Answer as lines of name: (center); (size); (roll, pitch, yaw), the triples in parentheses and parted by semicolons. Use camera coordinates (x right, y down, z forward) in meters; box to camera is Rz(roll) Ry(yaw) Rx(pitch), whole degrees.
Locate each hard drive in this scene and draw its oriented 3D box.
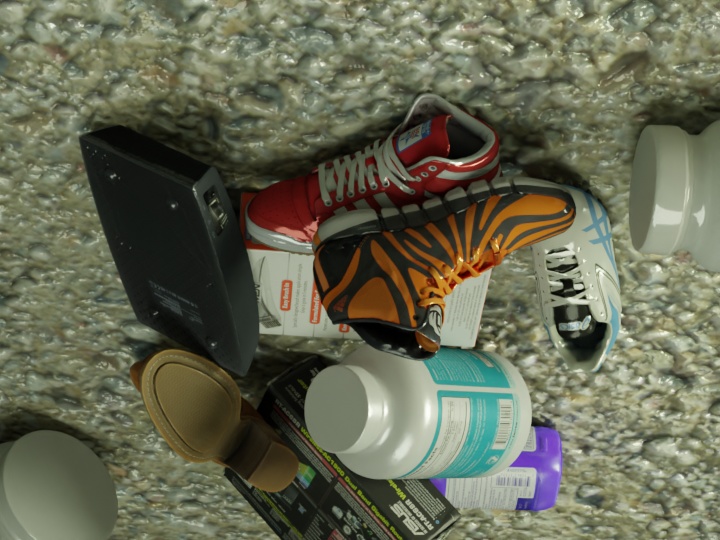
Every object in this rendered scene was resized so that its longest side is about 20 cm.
hard drive: (-0.141, -0.018, 1.376); (0.134, 0.042, 0.201); (25, 144, 32)

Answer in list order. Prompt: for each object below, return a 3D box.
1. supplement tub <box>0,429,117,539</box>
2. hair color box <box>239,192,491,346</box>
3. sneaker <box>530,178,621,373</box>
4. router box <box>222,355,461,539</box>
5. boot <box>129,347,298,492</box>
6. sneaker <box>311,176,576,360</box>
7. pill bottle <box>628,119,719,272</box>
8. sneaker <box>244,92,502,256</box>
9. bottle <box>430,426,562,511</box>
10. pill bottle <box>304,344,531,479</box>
supplement tub: (-0.331, 0.248, 1.667); (0.144, 0.146, 0.200); (28, 133, -28)
hair color box: (0.000, 0.000, 1.428); (0.198, 0.064, 0.111); (3, 142, -4)
sneaker: (0.170, 0.005, 1.424); (0.071, 0.073, 0.201); (-8, 138, 14)
router box: (-0.020, 0.196, 1.574); (0.200, 0.062, 0.150); (46, 140, 15)
boot: (-0.152, 0.106, 1.497); (0.074, 0.154, 0.200); (-48, 133, -9)
sneaker: (0.067, 0.005, 1.299); (0.198, 0.113, 0.078); (-14, 148, 5)
pill bottle: (0.305, -0.053, 1.317); (0.198, 0.117, 0.117); (5, 140, -3)
sneaker: (0.010, -0.072, 1.335); (0.198, 0.072, 0.113); (-5, 144, -4)
bottle: (0.083, 0.179, 1.635); (0.198, 0.066, 0.084); (2, 140, 0)
pill bottle: (0.045, 0.117, 1.475); (0.111, 0.111, 0.199); (-33, 155, 34)
